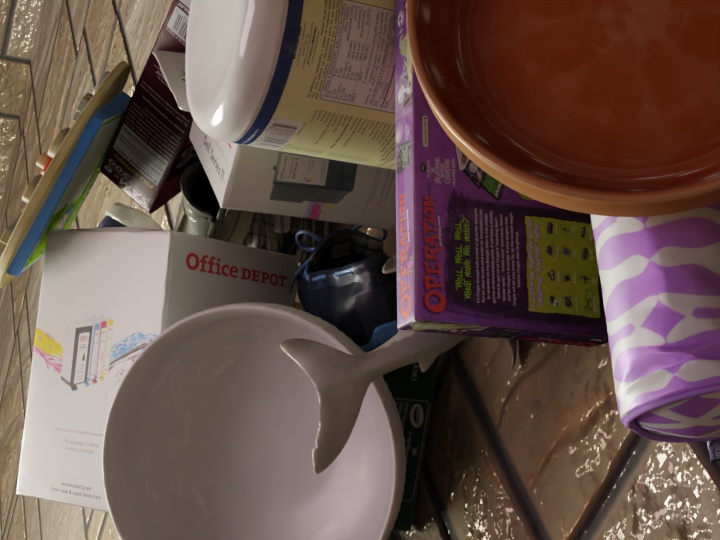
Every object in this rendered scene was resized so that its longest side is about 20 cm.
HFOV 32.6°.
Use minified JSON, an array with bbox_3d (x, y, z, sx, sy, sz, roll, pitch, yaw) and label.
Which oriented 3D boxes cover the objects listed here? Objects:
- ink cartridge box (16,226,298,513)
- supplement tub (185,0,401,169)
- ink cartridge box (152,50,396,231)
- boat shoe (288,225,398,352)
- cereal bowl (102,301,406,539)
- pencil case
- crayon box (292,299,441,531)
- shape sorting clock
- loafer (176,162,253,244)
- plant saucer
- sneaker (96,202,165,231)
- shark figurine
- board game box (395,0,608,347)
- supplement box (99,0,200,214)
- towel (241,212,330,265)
[{"bbox_3d":[-0.151,0.077,0.935,0.143,0.147,0.203,1,83,36],"label":"ink cartridge box"},{"bbox_3d":[0.004,-0.138,0.755,0.145,0.198,0.147,-173,90,-66],"label":"supplement tub"},{"bbox_3d":[-0.048,-0.090,0.861,0.117,0.198,0.068,-121,44,-55],"label":"ink cartridge box"},{"bbox_3d":[0.000,0.000,0.864,0.200,0.083,0.069,-160,54,-68],"label":"boat shoe"},{"bbox_3d":[-0.062,0.119,0.796,0.083,0.198,0.203,-9,-71,-76],"label":"cereal bowl"},{"bbox_3d":[0.146,-0.022,0.552,0.085,0.084,0.202,-15,67,24],"label":"pencil case"},{"bbox_3d":[-0.013,0.098,0.915,0.200,0.051,0.127,-157,75,-65],"label":"crayon box"},{"bbox_3d":[-0.235,-0.077,0.964,0.201,0.039,0.200,-59,5,8],"label":"shape sorting clock"},{"bbox_3d":[-0.117,-0.065,0.997,0.200,0.069,0.071,-51,47,45],"label":"loafer"},{"bbox_3d":[0.119,-0.115,0.536,0.032,0.198,0.203,58,-154,-64],"label":"plant saucer"},{"bbox_3d":[-0.171,0.029,1.114,0.085,0.200,0.075,-54,27,-12],"label":"sneaker"},{"bbox_3d":[0.058,0.031,0.715,0.127,0.215,0.090,-5,120,38],"label":"shark figurine"},{"bbox_3d":[0.077,-0.063,0.669,0.032,0.119,0.203,151,123,-61],"label":"board game box"},{"bbox_3d":[-0.124,-0.148,0.970,0.109,0.061,0.200,-45,-6,-47],"label":"supplement box"},{"bbox_3d":[-0.083,-0.097,1.090,0.165,0.085,0.203,5,93,59],"label":"towel"}]
